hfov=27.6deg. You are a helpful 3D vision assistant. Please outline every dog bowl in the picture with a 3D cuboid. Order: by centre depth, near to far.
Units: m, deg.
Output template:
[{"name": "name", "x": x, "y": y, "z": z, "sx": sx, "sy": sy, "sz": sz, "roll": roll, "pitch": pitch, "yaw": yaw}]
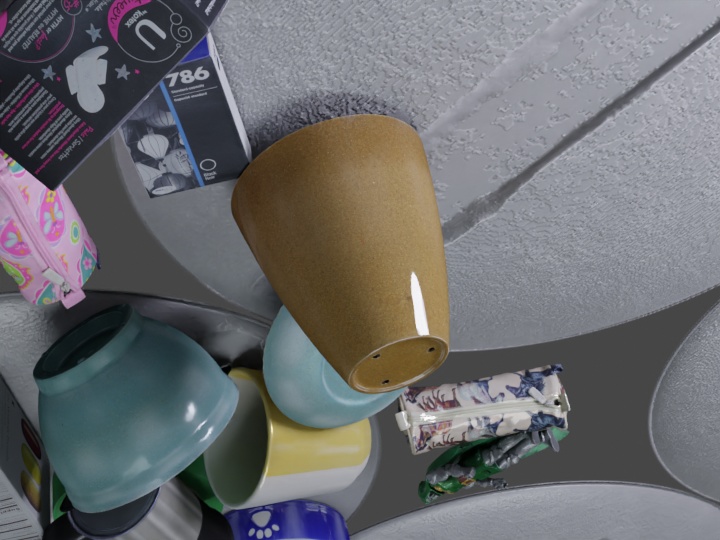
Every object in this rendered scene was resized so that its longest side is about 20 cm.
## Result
[{"name": "dog bowl", "x": -0.108, "y": 0.378, "z": 1.895, "sx": 0.198, "sy": 0.079, "sz": 0.201, "roll": -7, "pitch": 144, "yaw": -5}]

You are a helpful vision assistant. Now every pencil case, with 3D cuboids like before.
[{"name": "pencil case", "x": -0.292, "y": -0.051, "z": 1.272, "sx": 0.087, "sy": 0.088, "sz": 0.201, "roll": -13, "pitch": 142, "yaw": 3}, {"name": "pencil case", "x": 0.136, "y": 0.157, "z": 1.660, "sx": 0.198, "sy": 0.079, "sz": 0.090, "roll": -9, "pitch": 165, "yaw": -2}]

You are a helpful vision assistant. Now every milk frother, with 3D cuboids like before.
[{"name": "milk frother", "x": -0.225, "y": 0.320, "z": 1.589, "sx": 0.180, "sy": 0.200, "sz": 0.188, "roll": -45, "pitch": 142, "yaw": -8}]

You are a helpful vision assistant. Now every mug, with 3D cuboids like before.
[{"name": "mug", "x": -0.062, "y": 0.179, "z": 1.588, "sx": 0.152, "sy": 0.151, "sz": 0.186, "roll": 6, "pitch": 163, "yaw": -33}]

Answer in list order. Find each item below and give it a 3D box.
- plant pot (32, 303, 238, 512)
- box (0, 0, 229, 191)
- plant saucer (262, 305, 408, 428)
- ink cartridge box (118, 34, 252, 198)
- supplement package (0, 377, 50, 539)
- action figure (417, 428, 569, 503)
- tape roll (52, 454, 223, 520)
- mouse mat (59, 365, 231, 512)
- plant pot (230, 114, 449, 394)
[{"name": "plant pot", "x": -0.238, "y": 0.119, "z": 1.446, "sx": 0.199, "sy": 0.201, "sz": 0.135, "roll": -24, "pitch": 111, "yaw": 18}, {"name": "box", "x": -0.189, "y": -0.178, "z": 1.068, "sx": 0.115, "sy": 0.133, "sz": 0.200, "roll": 42, "pitch": 123, "yaw": -16}, {"name": "plant saucer", "x": -0.001, "y": 0.081, "z": 1.482, "sx": 0.200, "sy": 0.039, "sz": 0.203, "roll": -15, "pitch": 123, "yaw": -24}, {"name": "ink cartridge box", "x": -0.158, "y": -0.142, "z": 1.225, "sx": 0.099, "sy": 0.039, "sz": 0.201, "roll": -12, "pitch": 143, "yaw": 4}, {"name": "supplement package", "x": -0.410, "y": 0.208, "z": 1.565, "sx": 0.109, "sy": 0.114, "sz": 0.201, "roll": -10, "pitch": 145, "yaw": 1}, {"name": "action figure", "x": 0.147, "y": 0.238, "z": 1.799, "sx": 0.199, "sy": 0.055, "sz": 0.118, "roll": -32, "pitch": 141, "yaw": 33}, {"name": "tape roll", "x": -0.262, "y": 0.263, "z": 1.730, "sx": 0.199, "sy": 0.048, "sz": 0.201, "roll": -7, "pitch": 143, "yaw": -6}, {"name": "mouse mat", "x": -0.219, "y": 0.171, "z": 1.518, "sx": 0.160, "sy": 0.200, "sz": 0.008, "roll": -25, "pitch": 107, "yaw": 19}, {"name": "plant pot", "x": 0.000, "y": 0.000, "z": 1.290, "sx": 0.185, "sy": 0.201, "sz": 0.187, "roll": -15, "pitch": 151, "yaw": -9}]
